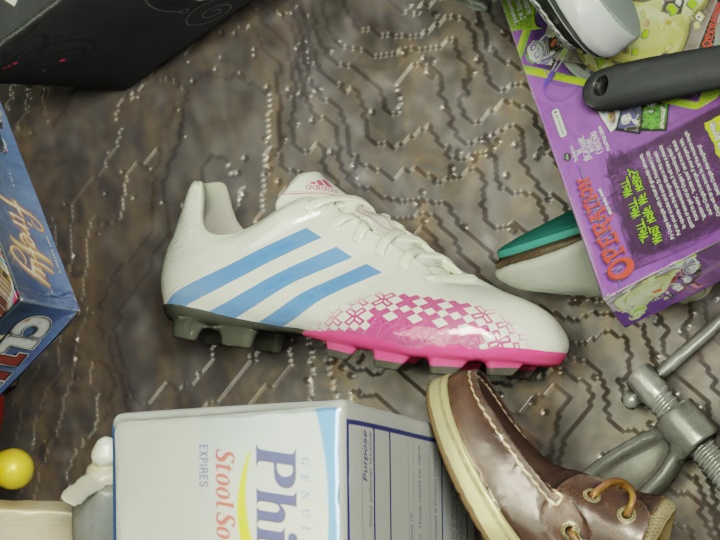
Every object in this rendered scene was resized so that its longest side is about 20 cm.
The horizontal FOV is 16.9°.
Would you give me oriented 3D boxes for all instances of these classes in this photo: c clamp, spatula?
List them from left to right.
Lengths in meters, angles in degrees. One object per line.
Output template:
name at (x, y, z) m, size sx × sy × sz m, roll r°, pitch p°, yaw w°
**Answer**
c clamp at (0.162, 0.130, 1.056) m, size 0.171 × 0.027 × 0.200 m, roll -37°, pitch 74°, yaw 12°
spatula at (0.177, -0.087, 0.989) m, size 0.200 × 0.021 × 0.057 m, roll -5°, pitch 71°, yaw 33°

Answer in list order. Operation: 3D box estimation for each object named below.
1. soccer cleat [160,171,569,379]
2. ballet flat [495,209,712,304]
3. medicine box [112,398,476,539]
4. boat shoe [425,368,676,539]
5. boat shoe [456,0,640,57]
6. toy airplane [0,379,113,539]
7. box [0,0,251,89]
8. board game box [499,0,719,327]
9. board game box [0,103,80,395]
soccer cleat at (0.000, 0.000, 1.107) m, size 0.200 × 0.070 × 0.087 m, roll 7°, pitch 88°, yaw 20°
ballet flat at (0.157, -0.024, 1.065) m, size 0.200 × 0.069 × 0.070 m, roll -28°, pitch 75°, yaw 13°
medicine box at (-0.021, 0.154, 1.025) m, size 0.103 × 0.200 × 0.183 m, roll -4°, pitch 81°, yaw 18°
boat shoe at (0.104, 0.118, 1.036) m, size 0.072 × 0.072 × 0.200 m, roll -36°, pitch 79°, yaw 11°
boat shoe at (0.057, -0.151, 1.084) m, size 0.068 × 0.074 × 0.199 m, roll -40°, pitch 52°, yaw 13°
toy airplane at (-0.200, 0.118, 1.122) m, size 0.200 × 0.141 × 0.199 m, roll -42°, pitch 91°, yaw -5°
box at (-0.100, -0.173, 1.108) m, size 0.200 × 0.122 × 0.106 m, roll -31°, pitch 73°, yaw 35°
board game box at (0.136, -0.080, 1.048) m, size 0.120 × 0.032 × 0.200 m, roll -24°, pitch 48°, yaw 11°
board game box at (-0.203, -0.020, 1.063) m, size 0.135 × 0.035 × 0.200 m, roll -44°, pitch 53°, yaw 27°
